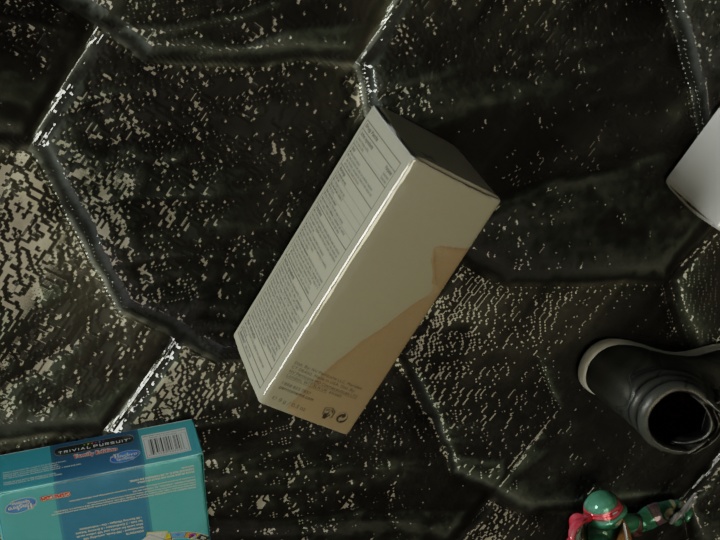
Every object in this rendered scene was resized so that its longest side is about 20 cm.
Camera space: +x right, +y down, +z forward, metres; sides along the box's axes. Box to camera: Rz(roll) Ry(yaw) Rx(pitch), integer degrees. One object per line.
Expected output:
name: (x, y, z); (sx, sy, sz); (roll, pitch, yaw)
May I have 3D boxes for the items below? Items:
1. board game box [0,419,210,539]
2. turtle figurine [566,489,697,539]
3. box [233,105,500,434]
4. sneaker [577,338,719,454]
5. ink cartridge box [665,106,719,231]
board game box: (-0.188, 0.219, 0.985); (0.149, 0.047, 0.202); (-9, 121, -13)
turtle figurine: (0.228, 0.248, 1.110); (0.150, 0.100, 0.201); (-47, 135, -39)
box: (0.000, 0.000, 0.897); (0.077, 0.095, 0.201); (24, 110, -28)
sneaker: (0.279, 0.108, 1.043); (0.198, 0.099, 0.071); (7, 114, -23)
ink cartridge box: (0.355, -0.065, 0.981); (0.199, 0.085, 0.146); (25, 108, -30)
